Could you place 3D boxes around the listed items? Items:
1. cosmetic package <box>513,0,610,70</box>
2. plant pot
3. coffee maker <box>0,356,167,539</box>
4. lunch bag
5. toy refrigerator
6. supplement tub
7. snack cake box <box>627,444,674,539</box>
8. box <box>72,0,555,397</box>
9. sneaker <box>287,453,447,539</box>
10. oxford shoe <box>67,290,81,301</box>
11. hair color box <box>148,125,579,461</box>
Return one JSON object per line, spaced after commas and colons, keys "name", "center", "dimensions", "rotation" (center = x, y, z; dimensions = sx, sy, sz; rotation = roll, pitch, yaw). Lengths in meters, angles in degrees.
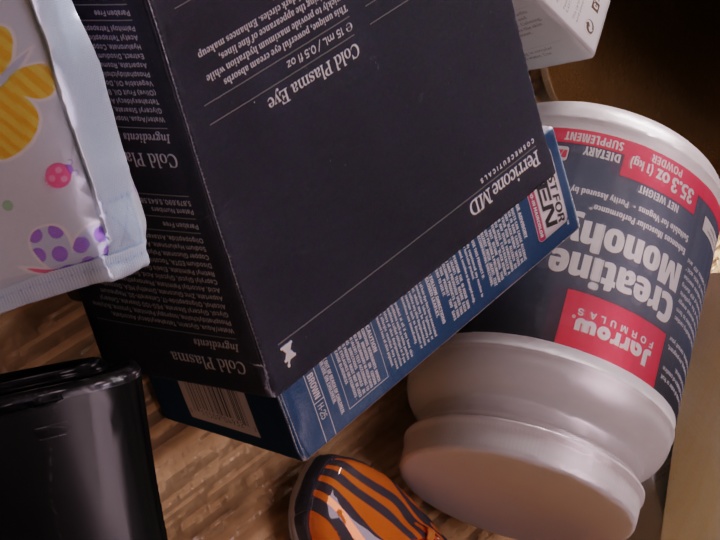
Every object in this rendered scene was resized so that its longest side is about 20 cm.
{"name": "cosmetic package", "center": [0.033, -0.185, 0.986], "dimensions": [0.200, 0.107, 0.085], "rotation": [40, 58, -38]}
{"name": "plant pot", "center": [0.212, -0.183, 1.147], "dimensions": [0.187, 0.186, 0.201], "rotation": [50, 38, -31]}
{"name": "coffee maker", "center": [-0.112, 0.137, 0.727], "dimensions": [0.134, 0.192, 0.201], "rotation": [-14, 94, -31]}
{"name": "lunch bag", "center": [-0.169, -0.066, 0.683], "dimensions": [0.127, 0.199, 0.171], "rotation": [-28, 106, -46]}
{"name": "toy refrigerator", "center": [0.214, 0.107, 1.079], "dimensions": [0.076, 0.070, 0.201], "rotation": [30, 64, -47]}
{"name": "supplement tub", "center": [0.104, 0.027, 1.012], "dimensions": [0.140, 0.140, 0.201], "rotation": [37, 59, -38]}
{"name": "snack cake box", "center": [0.198, 0.086, 1.161], "dimensions": [0.200, 0.067, 0.116], "rotation": [-26, 103, -46]}
{"name": "box", "center": [-0.033, -0.080, 0.795], "dimensions": [0.200, 0.104, 0.183], "rotation": [-36, 120, -39]}
{"name": "sneaker", "center": [0.055, 0.157, 0.963], "dimensions": [0.200, 0.112, 0.078], "rotation": [48, 53, -33]}
{"name": "oxford shoe", "center": [-0.075, -0.051, 0.898], "dimensions": [0.071, 0.071, 0.200], "rotation": [47, 50, 6]}
{"name": "hair color box", "center": [0.000, 0.000, 0.906], "dimensions": [0.200, 0.100, 0.061], "rotation": [-38, 123, -34]}
